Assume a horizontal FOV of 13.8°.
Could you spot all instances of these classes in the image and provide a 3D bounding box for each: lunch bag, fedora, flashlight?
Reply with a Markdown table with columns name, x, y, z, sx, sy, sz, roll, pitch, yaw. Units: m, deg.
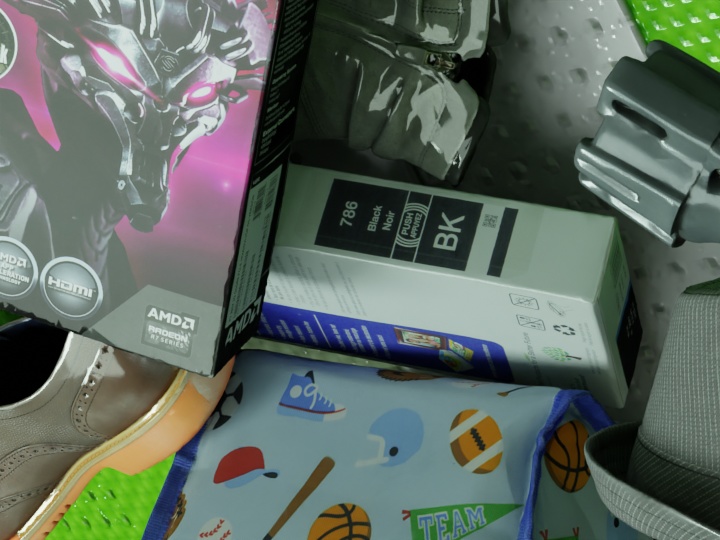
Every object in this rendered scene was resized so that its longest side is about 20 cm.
| name | x | y | z | sx | sy | sz | roll | pitch | yaw |
| --- | --- | --- | --- | --- | --- | --- | --- | --- | --- |
| lunch bag | 0.041 | 0.116 | 1.142 | 0.169 | 0.124 | 0.200 | 7 | 156 | 35 |
| fedora | 0.173 | 0.048 | 0.970 | 0.199 | 0.176 | 0.091 | 14 | 103 | 35 |
| flashlight | 0.159 | 0.006 | 0.889 | 0.199 | 0.068 | 0.068 | 33 | 120 | 16 |

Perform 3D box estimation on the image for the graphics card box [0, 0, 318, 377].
| name | x | y | z | sx | sy | sz | roll | pitch | yaw |
| --- | --- | --- | --- | --- | --- | --- | --- | --- | --- |
| graphics card box | -0.082 | -0.076 | 1.004 | 0.125 | 0.051 | 0.201 | 18 | 116 | 12 |

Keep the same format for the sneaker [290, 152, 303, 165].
| name | x | y | z | sx | sy | sz | roll | pitch | yaw |
| --- | --- | --- | --- | --- | --- | --- | --- | --- | --- |
| sneaker | -0.103 | -0.035 | 1.184 | 0.199 | 0.072 | 0.072 | 15 | 131 | 30 |

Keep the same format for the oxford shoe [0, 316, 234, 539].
| name | x | y | z | sx | sy | sz | roll | pitch | yaw |
| --- | --- | --- | --- | --- | --- | --- | --- | --- | --- |
| oxford shoe | -0.132 | 0.055 | 1.147 | 0.073 | 0.072 | 0.200 | 32 | 135 | -24 |

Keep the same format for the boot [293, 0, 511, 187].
| name | x | y | z | sx | sy | sz | roll | pitch | yaw |
| --- | --- | --- | --- | --- | --- | --- | --- | --- | --- |
| boot | -0.007 | -0.131 | 1.029 | 0.130 | 0.068 | 0.201 | 6 | 113 | 12 |

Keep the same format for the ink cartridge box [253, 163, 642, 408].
| name | x | y | z | sx | sy | sz | roll | pitch | yaw |
| --- | --- | --- | --- | --- | --- | --- | --- | --- | --- |
| ink cartridge box | 0.000 | 0.000 | 1.082 | 0.199 | 0.039 | 0.100 | 9 | 158 | 15 |
